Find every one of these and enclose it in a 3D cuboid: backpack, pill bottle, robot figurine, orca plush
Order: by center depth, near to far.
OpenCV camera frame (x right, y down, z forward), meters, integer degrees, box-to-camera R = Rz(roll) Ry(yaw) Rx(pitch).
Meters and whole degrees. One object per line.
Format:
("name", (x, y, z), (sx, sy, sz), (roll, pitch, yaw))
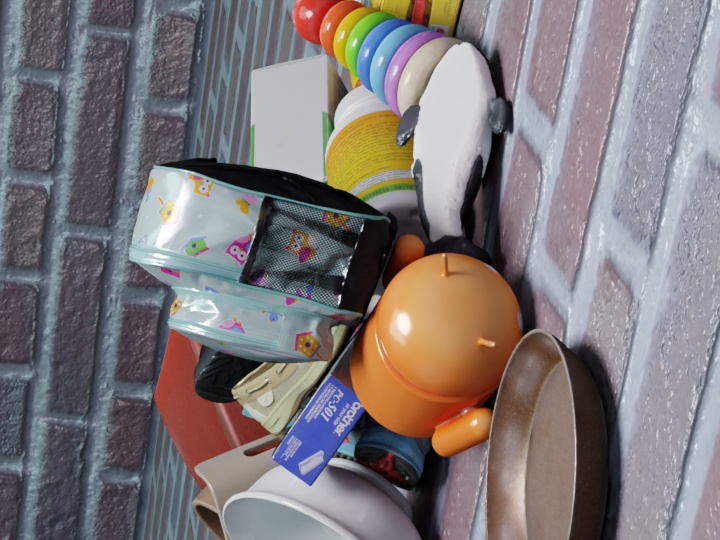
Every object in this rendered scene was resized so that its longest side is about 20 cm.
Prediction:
("robot figurine", (0.059, 0.060, 1.398), (0.200, 0.116, 0.144), (118, 170, -64))
("backpack", (-0.086, -0.008, 1.434), (0.176, 0.199, 0.154), (79, -147, -89))
("orca plush", (0.092, -0.086, 1.487), (0.105, 0.071, 0.201), (-24, 54, 24))
("pill bottle", (0.026, -0.079, 1.612), (0.200, 0.110, 0.111), (-99, 19, -50))

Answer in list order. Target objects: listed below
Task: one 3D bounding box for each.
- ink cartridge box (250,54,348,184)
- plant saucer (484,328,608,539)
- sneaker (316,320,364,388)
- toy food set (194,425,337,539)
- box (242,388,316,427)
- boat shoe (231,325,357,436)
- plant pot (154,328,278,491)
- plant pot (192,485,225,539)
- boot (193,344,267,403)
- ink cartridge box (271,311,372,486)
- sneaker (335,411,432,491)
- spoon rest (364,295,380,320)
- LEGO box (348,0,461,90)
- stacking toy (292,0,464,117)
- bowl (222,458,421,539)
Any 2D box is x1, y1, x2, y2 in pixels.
("ink cartridge box", (-0.037, -0.093, 1.779), (0.200, 0.083, 0.147), (57, -153, -56))
("plant saucer", (0.128, 0.141, 1.232), (0.200, 0.034, 0.201), (-175, 90, -77))
("sneaker", (-0.049, 0.059, 1.754), (0.086, 0.080, 0.200), (-45, 33, -3))
("toy food set", (-0.068, 0.254, 1.703), (0.060, 0.143, 0.201), (-1, 106, 61))
("box", (-0.051, 0.080, 1.830), (0.200, 0.082, 0.049), (-68, -6, -53))
("boat shoe", (-0.054, 0.071, 1.636), (0.073, 0.063, 0.201), (-53, -2, -46))
("plant pot", (-0.098, 0.151, 1.955), (0.200, 0.199, 0.177), (110, 148, -51))
("plant pot", (-0.069, 0.269, 1.852), (0.093, 0.201, 0.201), (-49, 3, -16))
("boot", (-0.103, 0.009, 1.735), (0.200, 0.076, 0.169), (-49, 33, 39))
("ink cartridge box", (-0.016, 0.109, 1.574), (0.094, 0.044, 0.200), (-55, -1, 17))
("sneaker", (0.037, 0.141, 1.619), (0.096, 0.079, 0.200), (-63, 6, -11))
("spoon rest", (0.000, 0.000, 1.689), (0.099, 0.061, 0.200), (44, 177, 24))
("LEGO box", (0.042, -0.271, 1.699), (0.149, 0.077, 0.201), (-103, 22, -54))
("stacking toy", (0.010, -0.197, 1.600), (0.200, 0.085, 0.086), (34, 124, 40))
("bowl", (-0.015, 0.230, 1.593), (0.091, 0.201, 0.201), (-54, -4, -29))
